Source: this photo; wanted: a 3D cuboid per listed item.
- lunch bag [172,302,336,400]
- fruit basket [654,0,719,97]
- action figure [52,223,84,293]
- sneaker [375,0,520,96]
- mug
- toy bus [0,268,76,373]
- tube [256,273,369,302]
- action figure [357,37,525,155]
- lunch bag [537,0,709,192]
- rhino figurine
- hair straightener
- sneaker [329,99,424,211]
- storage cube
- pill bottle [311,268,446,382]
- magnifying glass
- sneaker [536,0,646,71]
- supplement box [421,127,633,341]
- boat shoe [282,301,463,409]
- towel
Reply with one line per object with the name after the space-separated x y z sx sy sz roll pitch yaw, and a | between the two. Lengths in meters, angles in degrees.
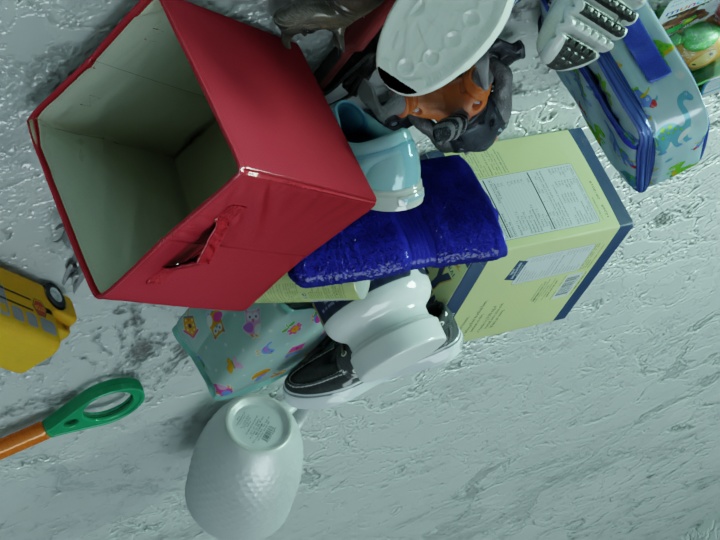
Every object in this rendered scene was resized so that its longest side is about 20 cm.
-0.073 0.041 1.381 0.199 0.122 0.170 -9 149 -50 | lunch bag
0.357 -0.239 1.217 0.184 0.094 0.200 -21 173 -5 | fruit basket
-0.203 -0.024 1.219 0.199 0.070 0.130 8 147 -41 | action figure
0.092 -0.216 1.021 0.201 0.080 0.146 -56 173 4 | sneaker
-0.132 0.234 1.682 0.200 0.147 0.176 -42 161 -39 | mug
-0.347 0.041 1.201 0.065 0.079 0.200 -31 152 14 | toy bus
-0.092 0.007 1.192 0.199 0.052 0.058 -5 119 18 | tube
0.067 -0.137 1.174 0.199 0.105 0.193 -28 166 18 | action figure
0.227 -0.180 1.124 0.082 0.201 0.161 -26 162 1 | lunch bag
-0.002 -0.236 0.999 0.087 0.060 0.200 5 143 -41 | rhino figurine
0.011 -0.187 1.118 0.077 0.041 0.200 -1 146 -37 | hair straightener
-0.023 -0.114 1.115 0.074 0.199 0.082 -26 123 -44 | sneaker
-0.126 -0.085 1.027 0.171 0.201 0.179 -38 156 26 | storage cube
0.000 0.000 1.253 0.115 0.201 0.116 -24 165 -7 | pill bottle
-0.349 0.177 1.500 0.199 0.022 0.080 -25 154 -5 | magnifying glass
0.197 -0.255 1.032 0.075 0.081 0.201 24 99 -50 | sneaker
0.152 -0.033 1.407 0.199 0.135 0.200 -11 151 -24 | supplement box
0.008 0.083 1.333 0.199 0.070 0.067 -17 125 4 | boat shoe
0.019 -0.051 1.152 0.199 0.148 0.050 -10 127 -14 | towel
